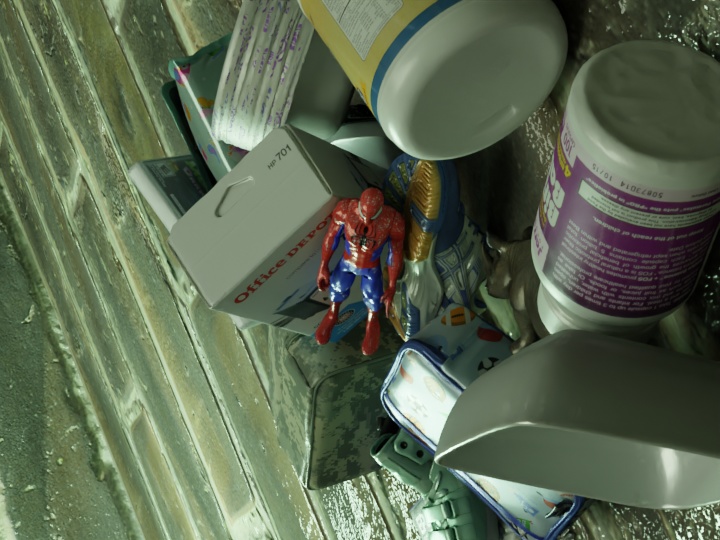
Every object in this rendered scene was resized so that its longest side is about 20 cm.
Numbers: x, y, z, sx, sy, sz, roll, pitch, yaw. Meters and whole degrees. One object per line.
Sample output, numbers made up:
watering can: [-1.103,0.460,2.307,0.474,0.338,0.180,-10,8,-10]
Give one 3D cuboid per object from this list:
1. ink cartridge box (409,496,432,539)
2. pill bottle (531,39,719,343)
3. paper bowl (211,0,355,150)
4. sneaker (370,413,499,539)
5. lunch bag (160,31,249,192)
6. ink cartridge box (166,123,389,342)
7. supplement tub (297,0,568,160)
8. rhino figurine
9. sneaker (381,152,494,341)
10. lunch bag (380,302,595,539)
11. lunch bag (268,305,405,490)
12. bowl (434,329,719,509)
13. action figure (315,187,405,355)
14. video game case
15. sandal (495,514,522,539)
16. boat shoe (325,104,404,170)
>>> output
ink cartridge box: [0.101,0.234,1.518,0.200,0.043,0.198,65,160,17]
pill bottle: [0.167,-0.036,1.005,0.112,0.112,0.200,57,155,32]
paper bowl: [-0.047,-0.189,1.348,0.201,0.104,0.201,-160,90,-89]
sneaker: [0.055,0.198,1.374,0.074,0.118,0.201,147,134,-60]
lunch bag: [-0.117,-0.144,1.631,0.171,0.122,0.200,64,171,-2]
ink cartridge box: [-0.041,-0.026,1.362,0.086,0.146,0.200,56,-161,25]
supplement tub: [0.040,-0.193,1.144,0.200,0.144,0.145,58,156,31]
rhino figurine: [0.141,0.024,1.201,0.200,0.060,0.088,-133,38,-52]
sneaker: [0.068,-0.029,1.300,0.200,0.088,0.075,94,155,-50]
lunch bag: [0.110,0.129,1.285,0.200,0.076,0.160,44,152,11]
lunch bag: [-0.026,0.084,1.568,0.168,0.139,0.200,55,154,35]
bowl: [0.163,0.098,1.057,0.200,0.199,0.075,135,146,-68]
action figure: [0.000,0.000,1.286,0.200,0.065,0.052,99,-171,-52]
video game case: [-0.132,-0.037,1.670,0.023,0.182,0.200,-40,81,23]
sandal: [0.133,0.255,1.375,0.082,0.050,0.203,177,105,-70]
boat shoe: [-0.010,-0.120,1.451,0.200,0.069,0.057,-7,62,57]
